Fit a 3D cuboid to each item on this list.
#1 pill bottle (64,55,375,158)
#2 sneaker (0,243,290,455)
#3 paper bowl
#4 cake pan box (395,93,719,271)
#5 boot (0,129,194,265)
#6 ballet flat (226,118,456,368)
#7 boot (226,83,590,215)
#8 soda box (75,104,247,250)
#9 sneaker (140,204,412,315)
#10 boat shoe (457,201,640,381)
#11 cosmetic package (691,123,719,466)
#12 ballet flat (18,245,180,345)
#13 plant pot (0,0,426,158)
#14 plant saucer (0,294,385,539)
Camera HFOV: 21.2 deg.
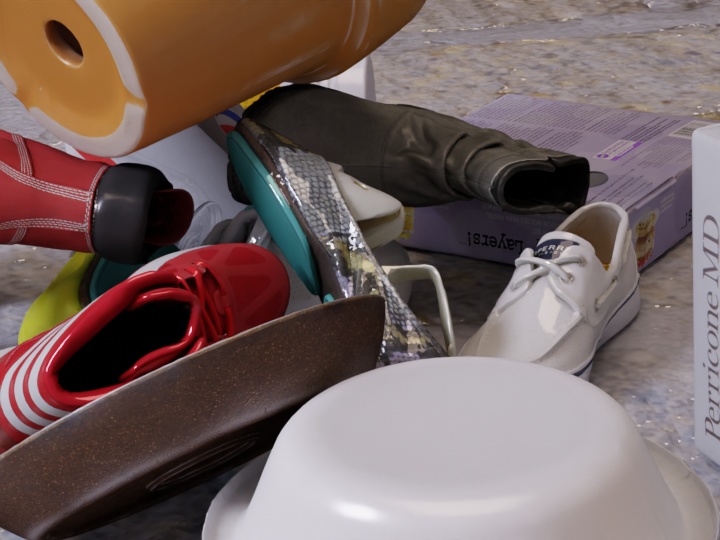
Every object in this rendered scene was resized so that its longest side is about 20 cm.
[{"bbox_3d":[-0.092,-0.105,1.289,0.199,0.110,0.109,-1,21,6],"label":"pill bottle"},{"bbox_3d":[-0.079,0.031,0.871,0.115,0.079,0.200,-23,8,47],"label":"sneaker"},{"bbox_3d":[0.038,0.104,0.745,0.200,0.105,0.201,-3,23,1],"label":"paper bowl"},{"bbox_3d":[0.127,-0.059,1.223,0.184,0.052,0.200,12,26,29],"label":"cake pan box"},{"bbox_3d":[-0.164,-0.039,1.027,0.144,0.073,0.200,7,6,-10],"label":"boot"},{"bbox_3d":[0.000,0.000,0.959,0.072,0.072,0.201,-14,61,-26],"label":"ballet flat"},{"bbox_3d":[0.033,-0.060,1.059,0.130,0.068,0.200,15,15,38],"label":"boot"},{"bbox_3d":[-0.117,-0.083,1.101,0.068,0.200,0.063,-41,11,24],"label":"soda box"},{"bbox_3d":[-0.042,0.001,1.040,0.075,0.089,0.200,12,26,38],"label":"sneaker"},{"bbox_3d":[0.100,0.015,1.006,0.071,0.070,0.200,8,24,26],"label":"boat shoe"},{"bbox_3d":[0.263,0.025,0.829,0.165,0.165,0.200,-12,22,-20],"label":"cosmetic package"},{"bbox_3d":[-0.143,0.001,1.102,0.067,0.067,0.200,-27,14,22],"label":"ballet flat"},{"bbox_3d":[-0.093,-0.157,0.978,0.200,0.201,0.183,16,47,40],"label":"plant pot"},{"bbox_3d":[-0.073,0.069,0.826,0.200,0.035,0.200,-25,-10,-5],"label":"plant saucer"}]
